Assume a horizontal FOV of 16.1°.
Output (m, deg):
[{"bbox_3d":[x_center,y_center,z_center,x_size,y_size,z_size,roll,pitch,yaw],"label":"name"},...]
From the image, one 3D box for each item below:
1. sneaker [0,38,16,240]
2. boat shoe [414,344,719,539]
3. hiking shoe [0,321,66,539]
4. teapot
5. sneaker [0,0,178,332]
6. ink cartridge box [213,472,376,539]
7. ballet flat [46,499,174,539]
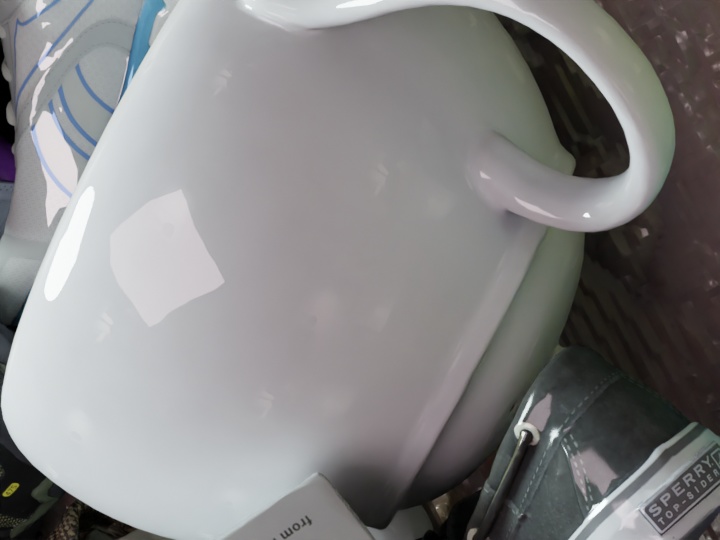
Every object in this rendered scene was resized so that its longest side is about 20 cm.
[{"bbox_3d":[-0.160,-0.088,0.857,0.087,0.074,0.200,-35,92,12],"label":"sneaker"},{"bbox_3d":[0.045,0.084,0.710,0.057,0.069,0.200,46,146,11],"label":"boat shoe"},{"bbox_3d":[-0.148,0.079,0.823,0.076,0.101,0.200,39,150,14],"label":"hiking shoe"},{"bbox_3d":[0.000,0.000,0.722,0.146,0.200,0.198,27,98,3],"label":"teapot"},{"bbox_3d":[-0.086,-0.077,0.782,0.086,0.075,0.201,25,110,1],"label":"sneaker"},{"bbox_3d":[0.010,0.174,0.674,0.200,0.087,0.145,52,160,17],"label":"ink cartridge box"},{"bbox_3d":[-0.039,0.134,0.817,0.200,0.068,0.076,33,119,36],"label":"ballet flat"}]
